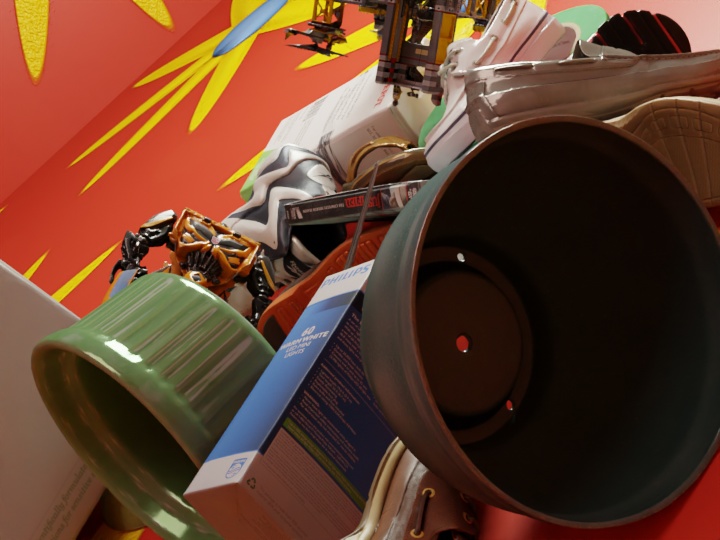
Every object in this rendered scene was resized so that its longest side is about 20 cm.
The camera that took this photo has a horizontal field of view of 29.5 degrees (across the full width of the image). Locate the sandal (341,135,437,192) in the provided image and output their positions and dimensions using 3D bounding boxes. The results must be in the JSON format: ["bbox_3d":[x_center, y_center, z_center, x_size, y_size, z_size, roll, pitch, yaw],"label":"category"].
[{"bbox_3d":[0.023,-0.087,1.190,0.080,0.054,0.200,-5,-4,-14],"label":"sandal"}]

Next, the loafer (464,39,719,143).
[{"bbox_3d":[0.171,-0.135,0.975,0.199,0.070,0.070,-11,-18,-10],"label":"loafer"}]

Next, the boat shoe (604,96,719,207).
[{"bbox_3d":[0.210,-0.082,0.894,0.069,0.074,0.200,-19,11,-26],"label":"boat shoe"}]

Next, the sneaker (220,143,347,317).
[{"bbox_3d":[-0.077,-0.004,1.236,0.200,0.079,0.130,-53,35,9],"label":"sneaker"}]

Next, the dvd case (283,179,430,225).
[{"bbox_3d":[0.050,-0.054,1.071,0.145,0.022,0.200,-4,-2,-32],"label":"dvd case"}]

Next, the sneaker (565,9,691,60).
[{"bbox_3d":[0.167,-0.138,1.063,0.200,0.074,0.087,-33,6,-18],"label":"sneaker"}]

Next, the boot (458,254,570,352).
[{"bbox_3d":[0.133,-0.002,0.897,0.130,0.068,0.200,-40,27,-13],"label":"boot"}]

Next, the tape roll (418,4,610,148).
[{"bbox_3d":[0.143,-0.150,1.197,0.200,0.048,0.201,-36,21,16],"label":"tape roll"}]

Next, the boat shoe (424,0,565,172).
[{"bbox_3d":[0.093,-0.155,1.107,0.200,0.067,0.074,-51,1,-40],"label":"boat shoe"}]

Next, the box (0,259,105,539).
[{"bbox_3d":[-0.310,0.129,1.141,0.171,0.200,0.200,-30,27,59],"label":"box"}]

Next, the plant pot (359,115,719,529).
[{"bbox_3d":[0.080,0.032,0.720,0.201,0.200,0.134,-50,16,-25],"label":"plant pot"}]

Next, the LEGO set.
[{"bbox_3d":[0.040,-0.211,1.252,0.199,0.117,0.154,15,12,25],"label":"LEGO set"}]

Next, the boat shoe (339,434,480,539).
[{"bbox_3d":[0.034,0.150,0.749,0.067,0.072,0.200,9,34,21],"label":"boat shoe"}]

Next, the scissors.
[{"bbox_3d":[-0.015,0.022,1.003,0.073,0.014,0.201,-56,-16,-62],"label":"scissors"}]

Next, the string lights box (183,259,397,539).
[{"bbox_3d":[-0.016,0.098,0.877,0.059,0.103,0.200,-20,28,44],"label":"string lights box"}]

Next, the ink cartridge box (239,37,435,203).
[{"bbox_3d":[-0.004,-0.125,1.354,0.199,0.084,0.146,-26,25,34],"label":"ink cartridge box"}]

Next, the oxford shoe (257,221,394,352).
[{"bbox_3d":[0.000,0.000,1.109,0.199,0.071,0.073,-28,17,30],"label":"oxford shoe"}]

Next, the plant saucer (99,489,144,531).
[{"bbox_3d":[-0.152,0.133,1.158,0.200,0.031,0.200,-36,20,15],"label":"plant saucer"}]

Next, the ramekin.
[{"bbox_3d":[-0.125,0.098,0.951,0.098,0.201,0.200,-43,19,-29],"label":"ramekin"}]

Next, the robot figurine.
[{"bbox_3d":[-0.145,0.031,1.126,0.058,0.144,0.201,-57,9,53],"label":"robot figurine"}]
